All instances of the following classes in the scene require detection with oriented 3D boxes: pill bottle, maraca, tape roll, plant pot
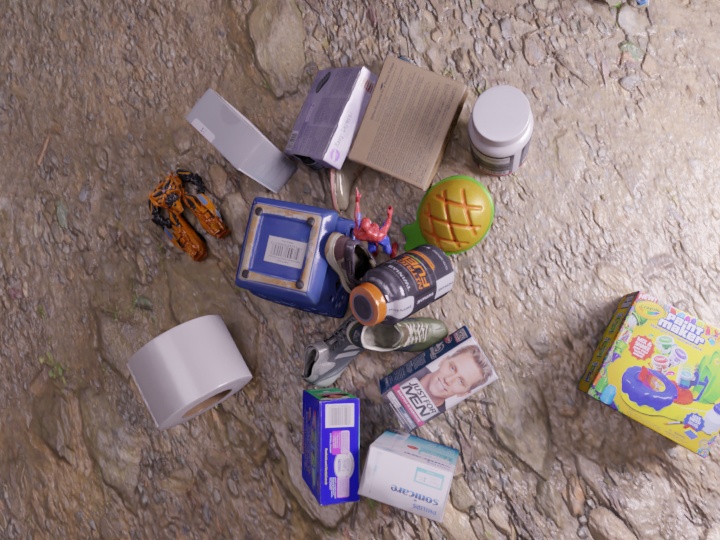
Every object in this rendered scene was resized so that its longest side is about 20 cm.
[{"bbox_3d":[0.251,-0.249,1.050,0.112,0.200,0.116,-1,84,12],"label":"pill bottle"},{"bbox_3d":[0.163,-0.089,1.107,0.137,0.107,0.200,45,119,3],"label":"maraca"},{"bbox_3d":[-0.329,0.198,1.141,0.201,0.203,0.140,-34,79,8],"label":"tape roll"},{"bbox_3d":[-0.121,-0.029,1.124,0.197,0.180,0.203,12,86,15],"label":"plant pot"},{"bbox_3d":[0.071,0.031,1.047,0.105,0.199,0.108,22,124,38],"label":"pill bottle"}]

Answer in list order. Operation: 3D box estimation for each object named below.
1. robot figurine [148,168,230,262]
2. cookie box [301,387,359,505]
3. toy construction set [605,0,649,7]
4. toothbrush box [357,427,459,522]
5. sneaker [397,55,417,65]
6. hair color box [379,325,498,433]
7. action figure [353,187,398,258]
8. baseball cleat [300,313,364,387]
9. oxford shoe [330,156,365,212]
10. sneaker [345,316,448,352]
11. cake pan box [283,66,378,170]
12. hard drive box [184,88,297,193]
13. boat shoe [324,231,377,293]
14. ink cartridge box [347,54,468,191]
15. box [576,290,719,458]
[{"bbox_3d":[-0.376,-0.125,1.256,0.145,0.058,0.200,-43,78,5],"label":"robot figurine"},{"bbox_3d":[-0.058,0.309,1.063,0.074,0.200,0.175,1,84,-15],"label":"cookie box"},{"bbox_3d":[0.486,-0.581,1.085,0.130,0.092,0.204,-8,74,37],"label":"toy construction set"},{"bbox_3d":[0.091,0.351,1.027,0.144,0.200,0.087,14,88,15],"label":"toothbrush box"},{"bbox_3d":[0.100,-0.329,1.158,0.089,0.078,0.203,-22,80,13],"label":"sneaker"},{"bbox_3d":[0.142,0.202,1.085,0.199,0.061,0.101,-34,104,7],"label":"hair color box"},{"bbox_3d":[0.030,-0.087,1.086,0.064,0.200,0.101,5,84,13],"label":"action figure"},{"bbox_3d":[-0.038,0.140,1.125,0.069,0.106,0.201,36,91,36],"label":"baseball cleat"},{"bbox_3d":[-0.018,-0.216,1.178,0.072,0.071,0.204,6,87,8],"label":"oxford shoe"},{"bbox_3d":[0.076,0.122,1.078,0.196,0.090,0.068,1,89,-10],"label":"sneaker"},{"bbox_3d":[-0.064,-0.299,1.154,0.183,0.052,0.203,21,88,57],"label":"cake pan box"},{"bbox_3d":[-0.229,-0.251,1.163,0.156,0.200,0.077,44,94,14],"label":"hard drive box"},{"bbox_3d":[0.000,0.000,1.084,0.064,0.200,0.073,17,68,33],"label":"boat shoe"},{"bbox_3d":[0.089,-0.272,1.093,0.163,0.075,0.203,25,102,12],"label":"ink cartridge box"},{"bbox_3d":[0.508,0.168,0.989,0.198,0.122,0.195,27,90,14],"label":"box"}]
